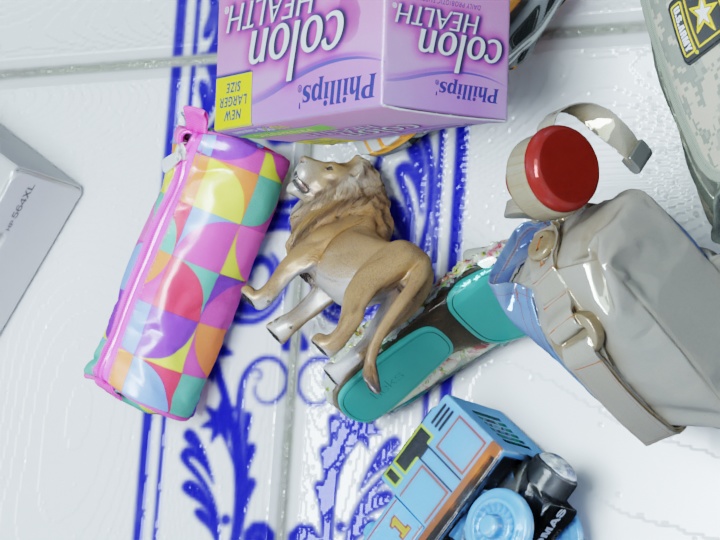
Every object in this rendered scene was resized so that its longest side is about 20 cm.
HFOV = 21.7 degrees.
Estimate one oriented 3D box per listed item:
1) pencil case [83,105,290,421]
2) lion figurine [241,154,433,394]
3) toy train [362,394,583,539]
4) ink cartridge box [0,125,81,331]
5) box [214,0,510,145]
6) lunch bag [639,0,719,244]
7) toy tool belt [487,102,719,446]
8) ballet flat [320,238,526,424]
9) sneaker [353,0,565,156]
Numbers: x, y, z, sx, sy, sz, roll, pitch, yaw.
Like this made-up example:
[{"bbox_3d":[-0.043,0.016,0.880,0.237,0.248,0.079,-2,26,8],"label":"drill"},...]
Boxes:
[{"bbox_3d":[-0.117,-0.004,1.249,0.088,0.088,0.202,19,91,30],"label":"pencil case"},{"bbox_3d":[0.000,0.000,1.151,0.122,0.073,0.200,-42,36,-9],"label":"lion figurine"},{"bbox_3d":[0.048,0.177,1.129,0.114,0.086,0.201,44,105,37],"label":"toy train"},{"bbox_3d":[-0.321,-0.053,1.366,0.200,0.084,0.147,36,99,28],"label":"ink cartridge box"},{"bbox_3d":[-0.001,-0.184,1.125,0.175,0.096,0.202,-1,87,53],"label":"box"},{"bbox_3d":[0.216,-0.124,1.013,0.117,0.200,0.165,-16,73,4],"label":"lunch bag"},{"bbox_3d":[0.128,0.009,1.050,0.123,0.200,0.125,-17,33,57],"label":"toy tool belt"},{"bbox_3d":[0.058,0.022,1.161,0.199,0.076,0.064,-29,35,15],"label":"ballet flat"},{"bbox_3d":[0.064,-0.138,1.184,0.200,0.077,0.079,-43,58,35],"label":"sneaker"}]
